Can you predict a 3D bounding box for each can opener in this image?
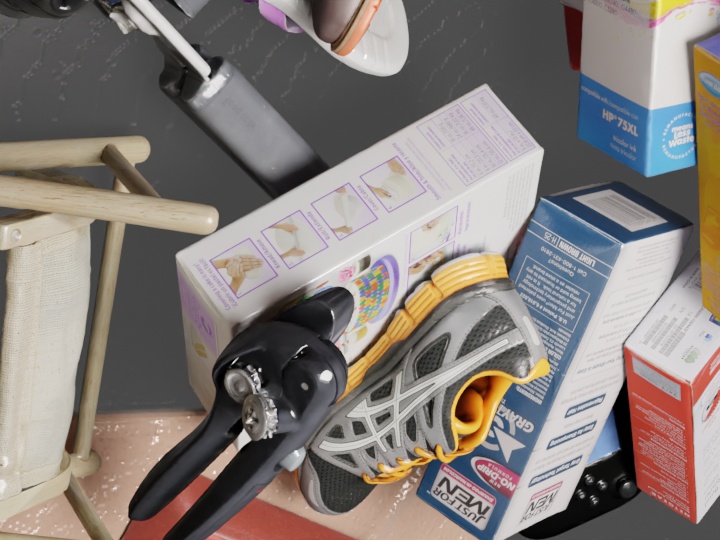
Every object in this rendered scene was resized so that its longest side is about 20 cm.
[{"bbox_3d":[-0.061,0.089,0.998,0.078,0.063,0.200,-20,154,-47],"label":"can opener"},{"bbox_3d":[-0.069,-0.108,1.028,0.067,0.053,0.200,-49,128,-5],"label":"can opener"}]

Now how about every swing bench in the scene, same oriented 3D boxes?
[{"bbox_3d":[-0.194,0.039,0.971,0.199,0.130,0.200,2,110,-26],"label":"swing bench"}]

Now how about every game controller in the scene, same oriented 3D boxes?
[{"bbox_3d":[0.123,0.078,1.232,0.104,0.042,0.201,-27,121,-19],"label":"game controller"}]

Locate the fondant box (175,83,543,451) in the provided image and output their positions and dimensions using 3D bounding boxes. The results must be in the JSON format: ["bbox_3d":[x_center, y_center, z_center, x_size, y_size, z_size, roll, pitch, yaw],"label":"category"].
[{"bbox_3d":[0.000,0.000,1.074,0.200,0.058,0.144,-31,154,-18],"label":"fondant box"}]

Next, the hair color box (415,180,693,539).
[{"bbox_3d":[0.112,0.052,1.137,0.100,0.060,0.201,-13,129,-56],"label":"hair color box"}]

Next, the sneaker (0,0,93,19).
[{"bbox_3d":[-0.122,-0.210,0.927,0.076,0.091,0.201,9,100,-34],"label":"sneaker"}]

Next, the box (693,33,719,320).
[{"bbox_3d":[0.239,-0.072,1.060,0.119,0.041,0.201,-25,128,-19],"label":"box"}]

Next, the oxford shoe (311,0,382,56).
[{"bbox_3d":[-0.013,-0.208,0.993,0.072,0.071,0.201,9,79,-17],"label":"oxford shoe"}]

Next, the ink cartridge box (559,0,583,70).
[{"bbox_3d":[0.214,-0.212,1.138,0.199,0.084,0.176,-22,122,-21],"label":"ink cartridge box"}]

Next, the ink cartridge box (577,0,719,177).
[{"bbox_3d":[0.184,-0.162,1.046,0.116,0.067,0.201,-15,121,-26],"label":"ink cartridge box"}]

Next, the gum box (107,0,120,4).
[{"bbox_3d":[-0.106,-0.250,0.868,0.170,0.044,0.200,47,55,-28],"label":"gum box"}]

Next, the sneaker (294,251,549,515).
[{"bbox_3d":[0.030,0.080,1.094,0.078,0.077,0.200,-12,148,-47],"label":"sneaker"}]

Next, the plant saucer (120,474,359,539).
[{"bbox_3d":[-0.079,0.239,1.173,0.200,0.037,0.200,27,94,-32],"label":"plant saucer"}]

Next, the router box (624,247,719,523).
[{"bbox_3d":[0.243,0.032,1.218,0.200,0.049,0.180,-49,151,-20],"label":"router box"}]

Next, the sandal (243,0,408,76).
[{"bbox_3d":[-0.044,-0.160,1.020,0.202,0.050,0.083,28,58,-50],"label":"sandal"}]
